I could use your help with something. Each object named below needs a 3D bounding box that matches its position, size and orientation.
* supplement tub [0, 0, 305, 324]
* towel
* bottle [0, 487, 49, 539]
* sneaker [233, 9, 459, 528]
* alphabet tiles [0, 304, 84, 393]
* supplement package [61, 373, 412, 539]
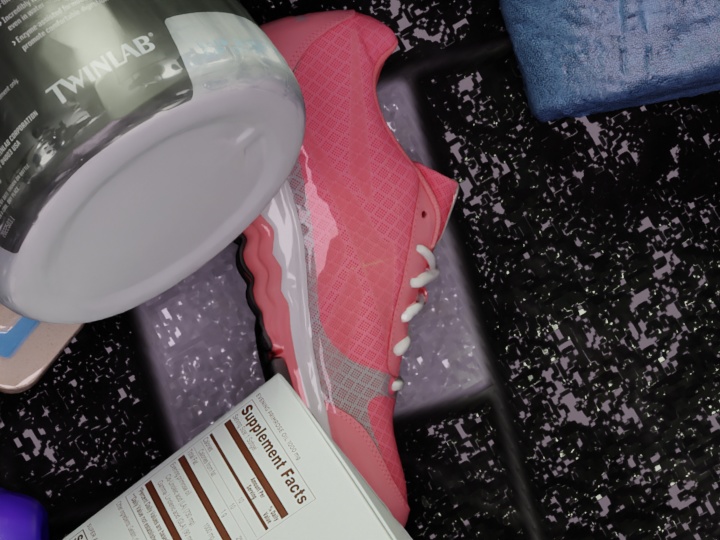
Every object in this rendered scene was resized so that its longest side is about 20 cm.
[{"bbox_3d":[-0.118,-0.091,0.773,0.122,0.123,0.200,-37,68,-2],"label":"supplement tub"},{"bbox_3d":[0.094,-0.159,0.847,0.111,0.049,0.201,-13,93,-3],"label":"towel"},{"bbox_3d":[-0.210,0.126,0.829,0.199,0.065,0.084,-5,88,-3],"label":"bottle"},{"bbox_3d":[0.000,0.000,0.835,0.086,0.074,0.201,-15,93,-5],"label":"sneaker"},{"bbox_3d":[-0.200,-0.014,0.829,0.200,0.015,0.196,39,77,3],"label":"alphabet tiles"},{"bbox_3d":[-0.035,0.186,0.766,0.200,0.147,0.191,-38,126,-1],"label":"supplement package"}]
